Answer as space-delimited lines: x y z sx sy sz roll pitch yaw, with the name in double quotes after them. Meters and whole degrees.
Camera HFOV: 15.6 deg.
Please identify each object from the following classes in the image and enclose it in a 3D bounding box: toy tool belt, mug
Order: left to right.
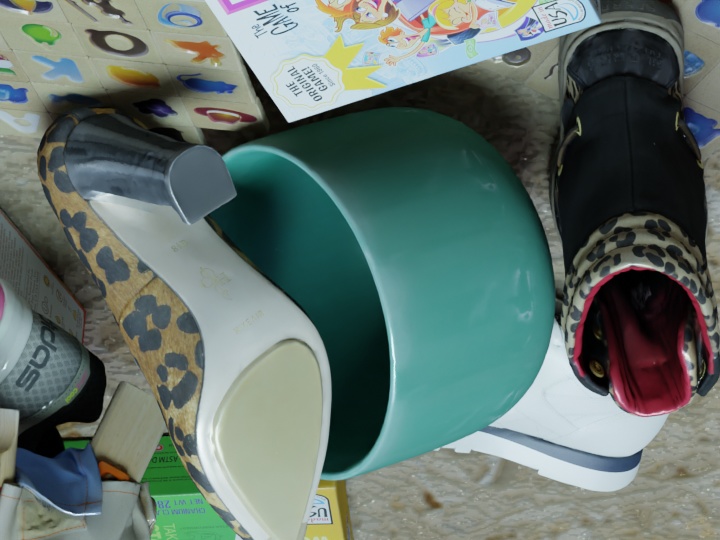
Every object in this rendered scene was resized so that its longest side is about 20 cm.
-0.184 0.105 1.144 0.200 0.123 0.125 4 180 -10 "toy tool belt"
0.005 -0.005 1.166 0.114 0.185 0.152 -17 138 -33 "mug"

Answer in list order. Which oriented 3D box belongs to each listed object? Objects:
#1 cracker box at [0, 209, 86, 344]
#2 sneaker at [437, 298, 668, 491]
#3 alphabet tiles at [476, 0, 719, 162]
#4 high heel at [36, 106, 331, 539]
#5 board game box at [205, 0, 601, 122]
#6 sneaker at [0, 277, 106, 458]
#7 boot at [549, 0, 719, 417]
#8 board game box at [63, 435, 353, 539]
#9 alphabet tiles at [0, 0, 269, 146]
-0.236 0.000 1.230 0.134 0.058 0.200 -18 135 19 "cracker box"
0.060 0.042 1.274 0.200 0.076 0.081 12 127 -20 "sneaker"
0.142 -0.119 1.125 0.200 0.008 0.167 22 135 -23 "alphabet tiles"
-0.080 0.025 1.137 0.071 0.142 0.200 -24 112 -26 "high heel"
-0.010 -0.148 0.958 0.134 0.034 0.200 -16 136 19 "board game box"
-0.187 0.088 1.230 0.087 0.074 0.200 28 126 -22 "sneaker"
0.120 -0.001 1.140 0.073 0.151 0.200 -2 139 4 "boot"
-0.077 0.164 1.429 0.153 0.040 0.200 -3 139 5 "board game box"
-0.129 -0.093 1.094 0.166 0.006 0.200 6 161 10 "alphabet tiles"
